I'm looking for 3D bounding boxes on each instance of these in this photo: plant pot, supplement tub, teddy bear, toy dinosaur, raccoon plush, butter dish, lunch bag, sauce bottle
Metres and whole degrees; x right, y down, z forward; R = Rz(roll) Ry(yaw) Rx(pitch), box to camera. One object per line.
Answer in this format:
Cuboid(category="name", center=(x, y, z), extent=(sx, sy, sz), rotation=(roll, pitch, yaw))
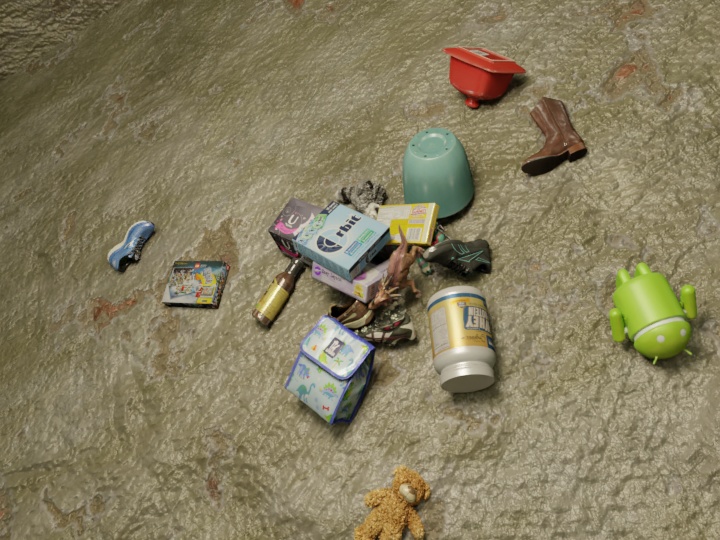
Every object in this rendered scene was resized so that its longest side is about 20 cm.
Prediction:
Cuboid(category="plant pot", center=(0.198, -0.269, 1.411), extent=(0.192, 0.164, 0.206), rotation=(-8, 48, 9))
Cuboid(category="supplement tub", center=(0.229, 0.157, 1.215), extent=(0.139, 0.145, 0.207), rotation=(-12, 60, 15))
Cuboid(category="teddy bear", center=(0.068, 0.522, 1.141), extent=(0.198, 0.067, 0.146), rotation=(-38, 59, 1))
Cuboid(category="toy dinosaur", center=(0.088, -0.001, 1.274), extent=(0.083, 0.134, 0.209), rotation=(12, 98, 33))
Cuboid(category="raccoon plush", center=(0.005, -0.169, 1.535), extent=(0.197, 0.094, 0.140), rotation=(-9, 71, 52))
Cuboid(category="butter dish", center=(0.339, -0.546, 1.540), extent=(0.196, 0.152, 0.198), rotation=(-19, 45, -41))
Cuboid(category="lunch bag", center=(-0.066, 0.235, 1.286), extent=(0.167, 0.126, 0.206), rotation=(28, 93, 30))
Cuboid(category="sauce bottle", center=(-0.228, 0.058, 1.505), extent=(0.063, 0.065, 0.203), rotation=(25, 74, 30))

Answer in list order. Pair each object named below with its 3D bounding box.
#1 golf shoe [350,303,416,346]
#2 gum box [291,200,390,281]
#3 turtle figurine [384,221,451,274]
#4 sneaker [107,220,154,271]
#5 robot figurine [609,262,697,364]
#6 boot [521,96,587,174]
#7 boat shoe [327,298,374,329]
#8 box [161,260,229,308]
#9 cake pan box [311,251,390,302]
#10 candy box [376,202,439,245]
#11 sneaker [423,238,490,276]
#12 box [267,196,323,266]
Cuboid(category="golf shoe", center=(0.048, 0.156, 1.330), extent=(0.196, 0.089, 0.078), rotation=(-20, 26, 40))
Cuboid(category="gum box", center=(-0.048, -0.080, 1.351), extent=(0.196, 0.045, 0.170), rotation=(27, 57, 30))
Cuboid(category="turtle figurine", center=(0.159, -0.082, 1.400), extent=(0.194, 0.101, 0.154), rotation=(11, 66, 34))
Cuboid(category="sneaker", center=(-0.753, -0.077, 1.792), extent=(0.089, 0.078, 0.201), rotation=(42, 93, 26))
Cuboid(category="robot figurine", center=(0.602, 0.090, 1.112), extent=(0.169, 0.116, 0.206), rotation=(-18, 59, 10))
Cuboid(category="boot", center=(0.482, -0.365, 1.427), extent=(0.179, 0.065, 0.206), rotation=(-14, 62, -1))
Cuboid(category="boat shoe", center=(-0.057, 0.118, 1.362), extent=(0.198, 0.076, 0.075), rotation=(-27, 20, 30))
Cuboid(category="box", center=(-0.504, 0.042, 1.641), extent=(0.192, 0.038, 0.142), rotation=(1, 65, 23))
Cuboid(category="cake pan box", center=(0.000, 0.000, 1.384), extent=(0.180, 0.054, 0.197), rotation=(26, 31, 29))
Cuboid(category="candy box", center=(0.111, -0.117, 1.375), extent=(0.196, 0.026, 0.106), rotation=(5, 75, 48))
Cuboid(category="sneaker", center=(0.243, -0.030, 1.306), extent=(0.193, 0.075, 0.082), rotation=(-4, 73, -25))
Cuboid(category="box", center=(-0.141, -0.098, 1.508), extent=(0.195, 0.116, 0.134), rotation=(23, 66, 30))
